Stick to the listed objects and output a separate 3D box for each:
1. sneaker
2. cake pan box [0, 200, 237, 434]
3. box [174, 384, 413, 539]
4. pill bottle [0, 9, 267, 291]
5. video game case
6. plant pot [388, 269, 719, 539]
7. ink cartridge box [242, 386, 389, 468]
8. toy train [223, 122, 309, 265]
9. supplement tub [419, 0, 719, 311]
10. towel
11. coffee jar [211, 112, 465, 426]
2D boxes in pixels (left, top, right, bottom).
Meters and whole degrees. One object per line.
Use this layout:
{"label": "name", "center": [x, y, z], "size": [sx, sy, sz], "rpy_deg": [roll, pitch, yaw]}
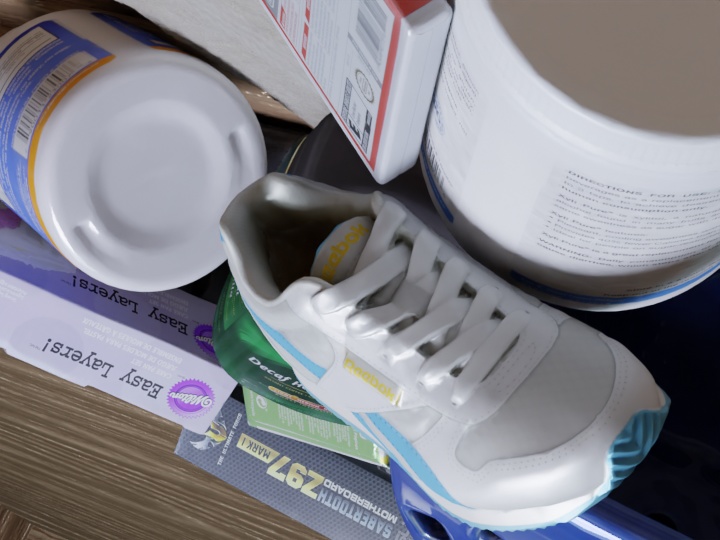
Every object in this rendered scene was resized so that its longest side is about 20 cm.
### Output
{"label": "sneaker", "center": [0.021, 0.025, 0.823], "size": [0.199, 0.077, 0.081], "rpy_deg": [23, 156, 49]}
{"label": "cake pan box", "center": [-0.152, -0.017, 1.293], "size": [0.199, 0.185, 0.052], "rpy_deg": [25, 123, -20]}
{"label": "box", "center": [0.002, 0.106, 1.405], "size": [0.157, 0.051, 0.200], "rpy_deg": [28, -167, 15]}
{"label": "pill bottle", "center": [-0.128, -0.066, 1.173], "size": [0.112, 0.113, 0.200], "rpy_deg": [34, 180, -26]}
{"label": "video game case", "center": [-0.036, -0.134, 0.781], "size": [0.201, 0.017, 0.143], "rpy_deg": [57, 169, 12]}
{"label": "plant pot", "center": [0.132, 0.078, 0.970], "size": [0.199, 0.201, 0.180], "rpy_deg": [24, 145, 15]}
{"label": "ink cartridge box", "center": [0.055, 0.062, 1.285], "size": [0.199, 0.145, 0.048], "rpy_deg": [14, 120, 39]}
{"label": "toy train", "center": [0.001, -0.013, 1.242], "size": [0.199, 0.086, 0.114], "rpy_deg": [16, 153, 35]}
{"label": "supplement tub", "center": [0.087, -0.070, 0.771], "size": [0.131, 0.133, 0.200], "rpy_deg": [26, 166, 3]}
{"label": "towel", "center": [-0.013, -0.096, 1.064], "size": [0.199, 0.035, 0.132], "rpy_deg": [33, 166, -25]}
{"label": "coffee jar", "center": [0.000, 0.000, 1.082], "size": [0.104, 0.086, 0.200], "rpy_deg": [21, 157, -5]}
